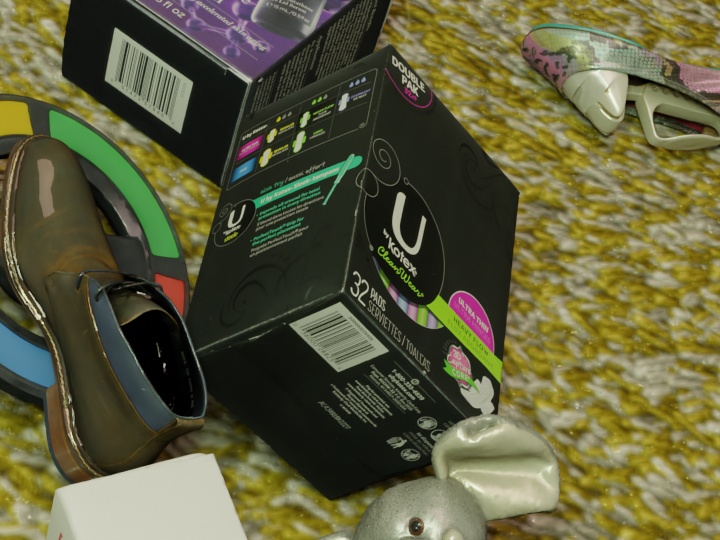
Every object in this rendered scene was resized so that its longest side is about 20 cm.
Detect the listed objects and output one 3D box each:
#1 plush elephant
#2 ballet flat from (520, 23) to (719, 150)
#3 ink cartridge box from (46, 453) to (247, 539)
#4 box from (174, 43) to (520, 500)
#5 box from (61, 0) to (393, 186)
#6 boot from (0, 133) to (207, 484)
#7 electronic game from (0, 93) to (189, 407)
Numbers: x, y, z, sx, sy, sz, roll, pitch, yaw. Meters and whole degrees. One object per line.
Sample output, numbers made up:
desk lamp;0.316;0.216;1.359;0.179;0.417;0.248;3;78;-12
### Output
plush elephant;0.055;0.171;0.824;0.154;0.165;0.200;37;19;-5
ballet flat;0.215;-0.131;1.200;0.198;0.069;0.072;14;67;-9
ink cartridge box;-0.085;0.211;0.743;0.084;0.145;0.201;-9;55;-25
box;0.000;0.000;0.926;0.149;0.124;0.201;46;37;-32
box;-0.086;-0.178;1.097;0.147;0.105;0.200;34;49;11
boot;-0.133;0.010;0.854;0.074;0.097;0.202;-5;77;-46
electronic game;-0.181;-0.013;0.920;0.199;0.041;0.201;28;46;-33
